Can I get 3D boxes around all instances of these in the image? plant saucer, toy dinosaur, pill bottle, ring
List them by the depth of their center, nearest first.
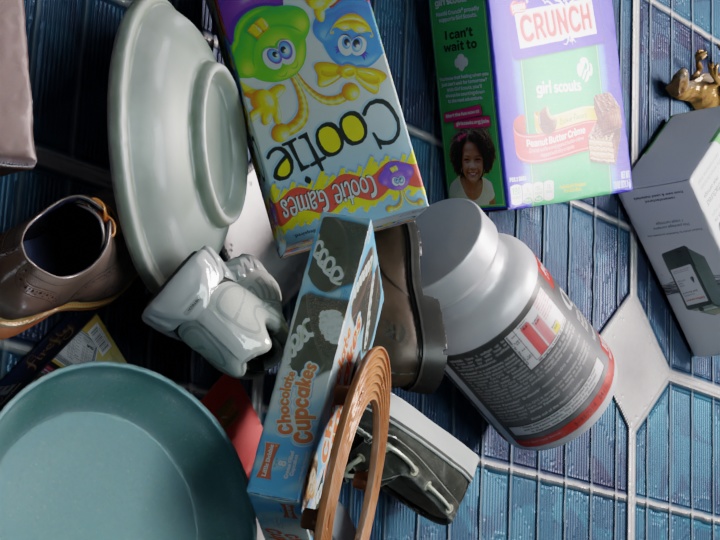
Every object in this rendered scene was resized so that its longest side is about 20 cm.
[{"bbox_3d":[-0.153,0.155,1.099,0.200,0.036,0.200,14,67,-36],"label":"plant saucer"},{"bbox_3d":[-0.011,0.146,1.178,0.200,0.019,0.201,9,90,-80],"label":"ring"},{"bbox_3d":[-0.110,-0.081,1.199,0.200,0.050,0.200,-4,90,-79],"label":"plant saucer"},{"bbox_3d":[0.109,0.043,1.452,0.200,0.116,0.116,48,49,-33],"label":"pill bottle"},{"bbox_3d":[0.371,-0.174,1.875,0.200,0.060,0.106,27,87,-39],"label":"toy dinosaur"}]

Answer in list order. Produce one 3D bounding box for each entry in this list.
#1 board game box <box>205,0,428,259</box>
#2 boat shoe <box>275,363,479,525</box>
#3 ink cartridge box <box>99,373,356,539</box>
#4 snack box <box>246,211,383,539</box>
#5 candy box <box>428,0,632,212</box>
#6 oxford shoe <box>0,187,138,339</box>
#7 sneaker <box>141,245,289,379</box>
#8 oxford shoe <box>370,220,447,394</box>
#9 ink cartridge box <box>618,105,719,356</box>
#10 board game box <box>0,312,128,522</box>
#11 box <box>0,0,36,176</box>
[{"bbox_3d":[-0.033,-0.121,1.277,0.105,0.103,0.200,-16,88,-6],"label":"board game box"},{"bbox_3d":[0.011,0.129,1.351,0.200,0.071,0.064,34,68,-35],"label":"boat shoe"},{"bbox_3d":[-0.071,0.187,1.206,0.161,0.050,0.200,-49,128,-43],"label":"ink cartridge box"},{"bbox_3d":[-0.026,0.077,1.190,0.116,0.037,0.200,80,22,-62],"label":"snack box"},{"bbox_3d":[0.143,-0.155,1.544,0.169,0.077,0.200,-10,94,-44],"label":"candy box"},{"bbox_3d":[-0.169,-0.016,1.144,0.071,0.073,0.200,54,32,-2],"label":"oxford shoe"},{"bbox_3d":[-0.081,0.036,1.204,0.081,0.075,0.200,41,6,7],"label":"sneaker"},{"bbox_3d":[0.000,0.000,1.335,0.084,0.073,0.200,4,43,-21],"label":"oxford shoe"},{"bbox_3d":[0.346,-0.038,1.780,0.146,0.084,0.200,-51,121,-42],"label":"ink cartridge box"},{"bbox_3d":[-0.166,0.147,1.163,0.136,0.035,0.200,-50,120,-43],"label":"board game box"},{"bbox_3d":[-0.290,-0.143,0.969,0.164,0.166,0.200,2,80,-51],"label":"box"}]
